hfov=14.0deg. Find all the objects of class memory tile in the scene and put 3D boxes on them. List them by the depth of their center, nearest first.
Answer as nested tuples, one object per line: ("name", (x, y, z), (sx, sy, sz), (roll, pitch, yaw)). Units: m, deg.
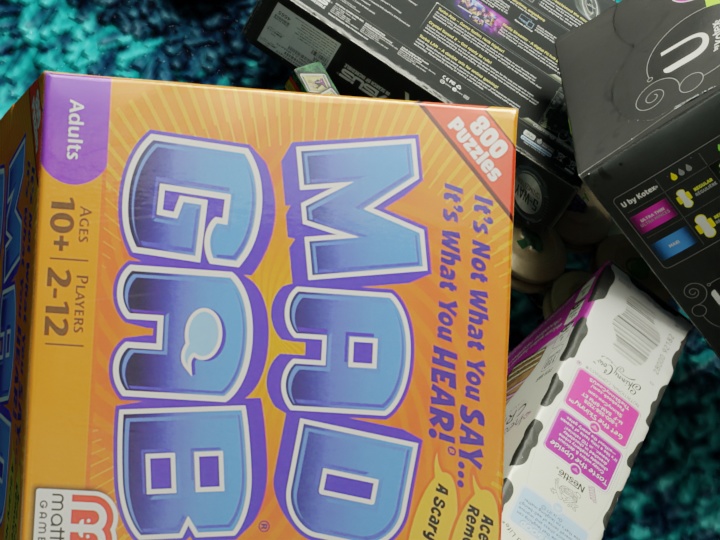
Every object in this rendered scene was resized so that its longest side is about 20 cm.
("memory tile", (0.097, -0.050, 1.617), (0.200, 0.017, 0.153), (44, 44, 9))

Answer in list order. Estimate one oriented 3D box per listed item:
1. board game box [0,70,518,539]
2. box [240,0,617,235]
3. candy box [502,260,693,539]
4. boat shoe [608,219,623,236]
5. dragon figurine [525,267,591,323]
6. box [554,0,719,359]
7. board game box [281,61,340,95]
("board game box", (-0.057, 0.033, 1.265), (0.199, 0.200, 0.201), (4, 84, -13))
("box", (0.054, -0.129, 1.615), (0.200, 0.044, 0.160), (33, 43, 0))
("candy box", (0.082, 0.106, 1.481), (0.061, 0.136, 0.200), (36, 47, -8))
("boat shoe", (0.156, -0.083, 1.715), (0.060, 0.075, 0.201), (24, 48, -66))
("dragon figurine", (0.049, -0.022, 1.618), (0.199, 0.059, 0.100), (14, 47, -20))
("box", (0.208, -0.047, 1.527), (0.200, 0.124, 0.149), (50, 19, -26))
("board game box", (0.000, 0.000, 1.549), (0.023, 0.105, 0.200), (-13, 61, -37))
